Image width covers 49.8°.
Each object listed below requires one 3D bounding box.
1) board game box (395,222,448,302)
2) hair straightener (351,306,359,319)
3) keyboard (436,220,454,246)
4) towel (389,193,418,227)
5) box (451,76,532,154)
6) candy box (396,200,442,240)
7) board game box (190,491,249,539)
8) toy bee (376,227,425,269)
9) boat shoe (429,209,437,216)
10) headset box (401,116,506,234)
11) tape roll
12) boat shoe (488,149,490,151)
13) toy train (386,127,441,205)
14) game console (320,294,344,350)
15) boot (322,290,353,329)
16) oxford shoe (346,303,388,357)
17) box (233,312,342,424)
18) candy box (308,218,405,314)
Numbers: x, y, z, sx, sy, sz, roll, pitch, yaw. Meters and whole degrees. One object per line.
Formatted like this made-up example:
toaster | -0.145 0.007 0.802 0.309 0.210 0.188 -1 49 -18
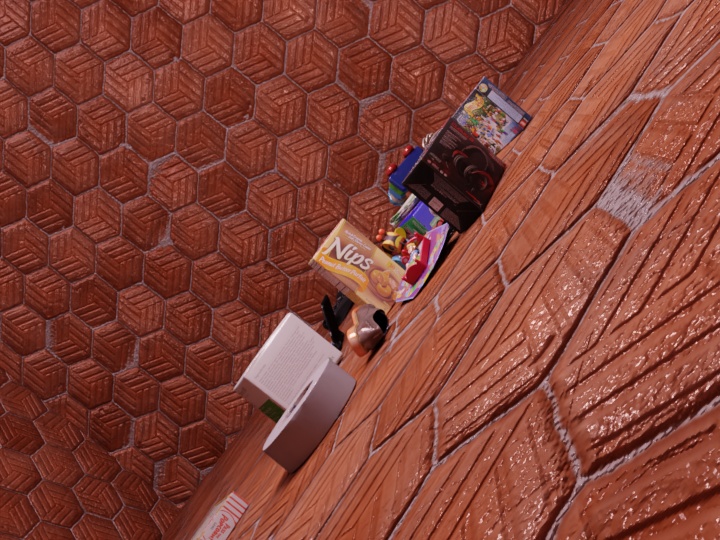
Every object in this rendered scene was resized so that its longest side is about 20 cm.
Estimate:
board game box | 0.102 -0.022 1.494 0.160 0.038 0.200 -64 9 -11
hair straightener | 0.021 0.090 1.990 0.077 0.041 0.200 -54 -2 -19
keyboard | 0.153 -0.065 1.572 0.201 0.039 0.104 -56 3 -28
towel | 0.148 -0.198 1.951 0.153 0.023 0.200 -51 1 -26
box | 0.286 -0.338 1.739 0.038 0.136 0.200 -52 2 -15
candy box | 0.180 -0.156 1.892 0.170 0.077 0.200 -52 1 -10
board game box | -0.315 0.555 1.630 0.152 0.046 0.200 -54 3 -31
toy bee | 0.084 -0.060 1.870 0.201 0.107 0.132 -58 7 43
boat shoe | 0.170 -0.149 1.635 0.200 0.069 0.071 -118 21 -68
headset box | 0.182 -0.187 1.463 0.075 0.148 0.201 -47 5 43
tape roll | -0.092 0.258 1.385 0.202 0.066 0.200 -53 2 2
boat shoe | 0.226 -0.183 1.649 0.202 0.062 0.075 110 152 -57
toy train | 0.140 -0.256 1.932 0.201 0.084 0.116 -49 -11 -23
game console | -0.109 0.182 2.127 0.177 0.116 0.200 -52 2 6
boot | -0.075 0.140 2.759 0.165 0.065 0.201 -53 6 49
oxford shoe | 0.026 0.104 1.492 0.072 0.072 0.200 -31 12 13
box | -0.180 0.248 1.896 0.201 0.170 0.199 -53 3 -24
candy box | 0.000 0.000 1.669 0.116 0.199 0.055 -52 3 -21
